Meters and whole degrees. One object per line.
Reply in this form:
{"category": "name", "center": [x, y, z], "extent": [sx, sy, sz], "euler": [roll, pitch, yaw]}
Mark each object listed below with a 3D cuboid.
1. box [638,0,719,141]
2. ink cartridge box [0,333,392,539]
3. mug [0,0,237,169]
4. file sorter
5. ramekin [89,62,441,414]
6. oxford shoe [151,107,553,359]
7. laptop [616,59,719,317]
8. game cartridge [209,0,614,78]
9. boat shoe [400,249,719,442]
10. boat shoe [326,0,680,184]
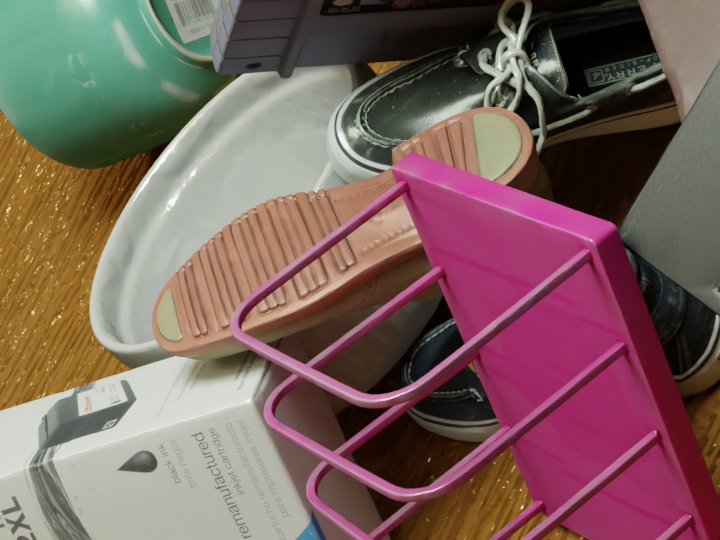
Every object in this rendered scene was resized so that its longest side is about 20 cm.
{"category": "box", "center": [0.220, -0.136, 0.958], "extent": [0.164, 0.166, 0.201], "euler": [-37, 42, 26]}
{"category": "ink cartridge box", "center": [-0.102, 0.130, 1.108], "extent": [0.199, 0.146, 0.084], "euler": [-18, 21, 20]}
{"category": "mug", "center": [-0.143, -0.165, 1.400], "extent": [0.114, 0.152, 0.186], "euler": [-19, 52, 36]}
{"category": "file sorter", "center": [0.050, 0.079, 0.951], "extent": [0.125, 0.201, 0.139], "euler": [-37, 32, -20]}
{"category": "ramekin", "center": [-0.038, -0.011, 1.191], "extent": [0.200, 0.105, 0.201], "euler": [-37, 30, 25]}
{"category": "oxford shoe", "center": [0.000, 0.000, 1.056], "extent": [0.199, 0.074, 0.071], "euler": [-23, 50, 10]}
{"category": "laptop", "center": [0.181, -0.036, 0.776], "extent": [0.200, 0.103, 0.178], "euler": [39, 107, 31]}
{"category": "game cartridge", "center": [0.034, -0.135, 1.084], "extent": [0.130, 0.198, 0.039], "euler": [127, 136, -71]}
{"category": "boat shoe", "center": [0.075, 0.026, 1.076], "extent": [0.199, 0.091, 0.071], "euler": [-15, 55, 43]}
{"category": "boat shoe", "center": [0.080, -0.089, 1.080], "extent": [0.198, 0.068, 0.074], "euler": [-9, 66, -4]}
